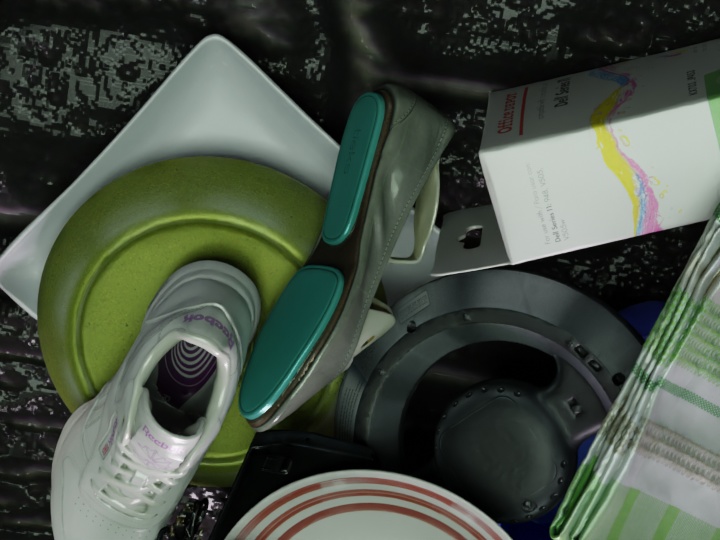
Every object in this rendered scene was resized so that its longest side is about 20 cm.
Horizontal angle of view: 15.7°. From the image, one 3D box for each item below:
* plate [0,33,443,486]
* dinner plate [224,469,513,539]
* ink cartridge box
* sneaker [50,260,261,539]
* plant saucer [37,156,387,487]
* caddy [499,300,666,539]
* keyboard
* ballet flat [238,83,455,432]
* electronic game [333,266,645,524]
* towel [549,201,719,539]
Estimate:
[{"bbox_3d":[-0.072,-0.004,1.464,0.200,0.032,0.200,41,108,-10],"label":"plate"},{"bbox_3d":[0.011,0.199,1.409,0.200,0.024,0.200,5,109,14],"label":"dinner plate"},{"bbox_3d":[0.129,-0.063,1.378,0.200,0.117,0.067,-13,107,9],"label":"ink cartridge box"},{"bbox_3d":[-0.120,0.090,1.402,0.075,0.100,0.200,24,112,-6],"label":"sneaker"},{"bbox_3d":[-0.084,0.036,1.448,0.200,0.031,0.200,2,111,5],"label":"plant saucer"},{"bbox_3d":[0.159,0.116,1.446,0.141,0.105,0.200,28,110,-6],"label":"caddy"},{"bbox_3d":[-0.069,0.159,1.444,0.104,0.040,0.200,13,121,-20],"label":"keyboard"},{"bbox_3d":[0.000,0.000,1.389,0.064,0.067,0.200,24,85,-28],"label":"ballet flat"},{"bbox_3d":[0.079,0.097,1.403,0.200,0.042,0.200,4,102,21],"label":"electronic game"},{"bbox_3d":[0.191,0.071,1.340,0.149,0.031,0.200,25,93,-44],"label":"towel"}]
